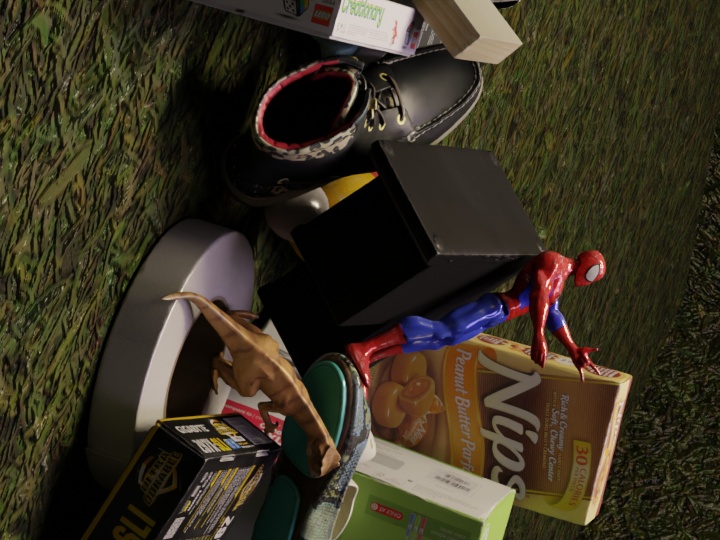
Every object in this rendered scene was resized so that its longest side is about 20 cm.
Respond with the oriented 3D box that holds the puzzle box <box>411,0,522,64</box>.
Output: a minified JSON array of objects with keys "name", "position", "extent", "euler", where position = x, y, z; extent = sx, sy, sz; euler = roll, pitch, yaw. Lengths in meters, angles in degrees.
[{"name":"puzzle box","position":[0.030,-0.227,1.639],"extent":[0.025,0.200,0.133],"euler":[-38,172,15]}]

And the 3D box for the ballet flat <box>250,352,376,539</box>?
[{"name":"ballet flat","position":[-0.026,0.142,1.727],"extent":[0.074,0.074,0.200],"euler":[-46,161,-60]}]

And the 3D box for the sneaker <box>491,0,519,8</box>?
[{"name":"sneaker","position":[0.112,-0.331,1.941],"extent":[0.147,0.080,0.200],"euler":[-63,143,-45]}]

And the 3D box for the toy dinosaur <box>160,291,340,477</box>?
[{"name":"toy dinosaur","position":[-0.076,0.056,1.642],"extent":[0.060,0.106,0.200],"euler":[-47,117,-11]}]

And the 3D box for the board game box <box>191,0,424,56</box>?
[{"name":"board game box","position":[-0.044,-0.172,1.524],"extent":[0.200,0.126,0.035],"euler":[-8,114,-75]}]

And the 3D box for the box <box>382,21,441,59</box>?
[{"name":"box","position":[0.036,-0.186,1.824],"extent":[0.160,0.043,0.200],"euler":[10,-98,71]}]

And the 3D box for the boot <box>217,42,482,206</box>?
[{"name":"boot","position":[0.004,-0.112,1.637],"extent":[0.203,0.074,0.154],"euler":[-25,174,-12]}]

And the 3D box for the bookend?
[{"name":"bookend","position":[0.000,0.000,1.714],"extent":[0.200,0.092,0.199],"euler":[-33,166,23]}]

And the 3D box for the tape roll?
[{"name":"tape roll","position":[-0.130,0.064,1.673],"extent":[0.203,0.037,0.203],"euler":[18,90,-77]}]

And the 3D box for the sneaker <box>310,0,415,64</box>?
[{"name":"sneaker","position":[-0.014,-0.192,1.751],"extent":[0.200,0.082,0.074],"euler":[144,-34,-74]}]

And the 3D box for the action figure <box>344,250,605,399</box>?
[{"name":"action figure","position":[0.097,0.055,1.708],"extent":[0.200,0.099,0.065],"euler":[-28,169,-9]}]

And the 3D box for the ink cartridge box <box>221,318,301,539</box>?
[{"name":"ink cartridge box","position":[-0.062,0.132,1.884],"extent":[0.200,0.083,0.145],"euler":[-53,156,-48]}]

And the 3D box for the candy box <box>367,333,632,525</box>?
[{"name":"candy box","position":[0.099,0.112,1.857],"extent":[0.055,0.200,0.116],"euler":[-15,119,-72]}]

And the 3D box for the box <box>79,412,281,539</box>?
[{"name":"box","position":[-0.146,0.193,1.638],"extent":[0.200,0.049,0.160],"euler":[-57,167,8]}]

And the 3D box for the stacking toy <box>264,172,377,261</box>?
[{"name":"stacking toy","position":[-0.011,-0.042,1.879],"extent":[0.200,0.146,0.146],"euler":[17,91,-58]}]

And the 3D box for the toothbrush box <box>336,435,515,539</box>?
[{"name":"toothbrush box","position":[0.016,0.241,1.825],"extent":[0.086,0.145,0.200],"euler":[-30,136,-67]}]
